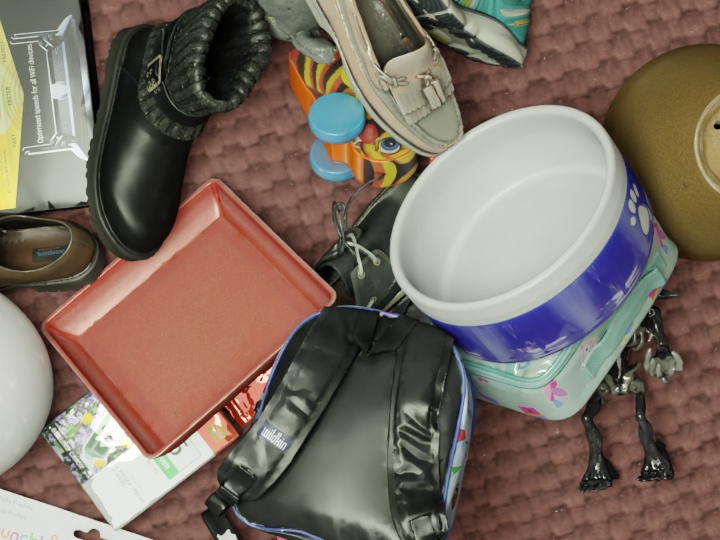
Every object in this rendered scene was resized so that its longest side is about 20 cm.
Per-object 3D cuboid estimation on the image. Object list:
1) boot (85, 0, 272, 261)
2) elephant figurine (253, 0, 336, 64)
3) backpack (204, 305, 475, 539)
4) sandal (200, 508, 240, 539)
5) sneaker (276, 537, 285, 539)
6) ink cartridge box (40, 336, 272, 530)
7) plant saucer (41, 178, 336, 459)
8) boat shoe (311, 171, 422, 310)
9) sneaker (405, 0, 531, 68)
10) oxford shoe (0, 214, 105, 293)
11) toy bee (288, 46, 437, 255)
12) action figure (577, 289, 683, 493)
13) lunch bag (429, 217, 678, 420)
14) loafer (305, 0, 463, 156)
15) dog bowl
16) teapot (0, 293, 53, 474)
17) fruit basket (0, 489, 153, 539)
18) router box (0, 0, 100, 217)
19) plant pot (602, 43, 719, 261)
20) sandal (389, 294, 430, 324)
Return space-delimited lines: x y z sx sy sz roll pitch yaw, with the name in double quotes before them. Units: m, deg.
"boot" -0.148 -0.116 1.555 0.079 0.157 0.212 7 83 -42
"elephant figurine" -0.040 -0.297 1.584 0.200 0.141 0.155 -46 122 -18
"backpack" 0.006 0.128 1.492 0.199 0.154 0.191 16 85 8
"sandal" -0.065 0.280 1.621 0.048 0.075 0.201 -32 91 -9
"sneaker" -0.022 0.233 1.594 0.095 0.079 0.200 51 62 -37
"ink cartridge box" -0.160 0.117 1.627 0.200 0.050 0.109 -37 91 1
"plant saucer" -0.139 0.043 1.575 0.199 0.037 0.200 -41 49 -7
"boat shoe" 0.000 0.000 1.610 0.072 0.068 0.200 37 90 21
"sneaker" 0.073 -0.234 1.571 0.077 0.200 0.080 10 79 41
"oxford shoe" -0.322 -0.014 1.600 0.199 0.084 0.073 -13 71 5
"toy bee" 0.010 -0.106 1.585 0.108 0.131 0.201 -10 76 -9
"action figure" 0.215 0.082 1.602 0.118 0.102 0.201 -8 93 12
"lunch bag" 0.159 0.018 1.554 0.077 0.160 0.200 47 69 -37
"loafer" 0.022 -0.178 1.505 0.072 0.063 0.200 -43 104 -32
"dog bowl" 0.127 -0.029 1.501 0.200 0.200 0.079 -41 128 1
"teapot" -0.355 0.110 1.551 0.197 0.146 0.201 -14 115 23
"fruit basket" -0.258 0.307 1.612 0.185 0.094 0.201 19 88 0
"router box" -0.302 -0.145 1.619 0.157 0.052 0.201 -6 92 1
"plant pot" 0.300 -0.098 1.548 0.186 0.200 0.187 0 92 -1
"sandal" 0.049 0.053 1.628 0.076 0.043 0.201 33 91 -1
